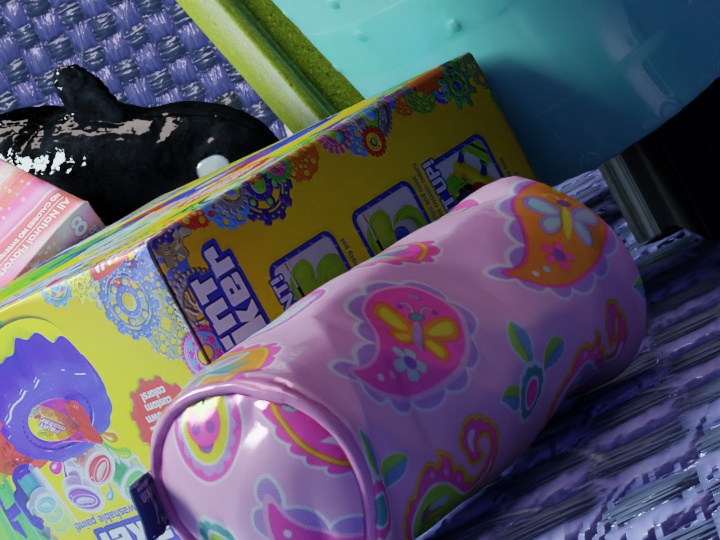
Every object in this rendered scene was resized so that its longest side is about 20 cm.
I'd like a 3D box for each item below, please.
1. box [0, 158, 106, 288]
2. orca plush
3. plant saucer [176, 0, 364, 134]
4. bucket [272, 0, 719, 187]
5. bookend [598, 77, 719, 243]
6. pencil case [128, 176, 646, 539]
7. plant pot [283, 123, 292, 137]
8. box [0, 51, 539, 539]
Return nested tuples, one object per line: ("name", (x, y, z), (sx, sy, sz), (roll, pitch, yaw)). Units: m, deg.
("box", (-0.192, 0.053, 1.097), (0.103, 0.095, 0.200), (26, 68, 38))
("orca plush", (-0.132, -0.073, 1.197), (0.200, 0.071, 0.105), (13, 37, 29))
("plant saucer", (0.008, -0.151, 1.182), (0.200, 0.200, 0.048), (-33, 25, 18))
("bucket", (0.071, -0.133, 1.042), (0.207, 0.135, 0.207), (-35, 18, 13))
("bookend", (0.196, -0.089, 1.055), (0.200, 0.092, 0.199), (-28, 6, 1))
("pencil case", (0.016, 0.038, 0.811), (0.087, 0.087, 0.200), (-23, 8, 37))
("plant pot", (0.071, -0.128, 1.637), (0.183, 0.201, 0.200), (-11, 12, 25))
("box", (-0.051, 0.031, 0.974), (0.200, 0.122, 0.193), (-22, 9, 45))
